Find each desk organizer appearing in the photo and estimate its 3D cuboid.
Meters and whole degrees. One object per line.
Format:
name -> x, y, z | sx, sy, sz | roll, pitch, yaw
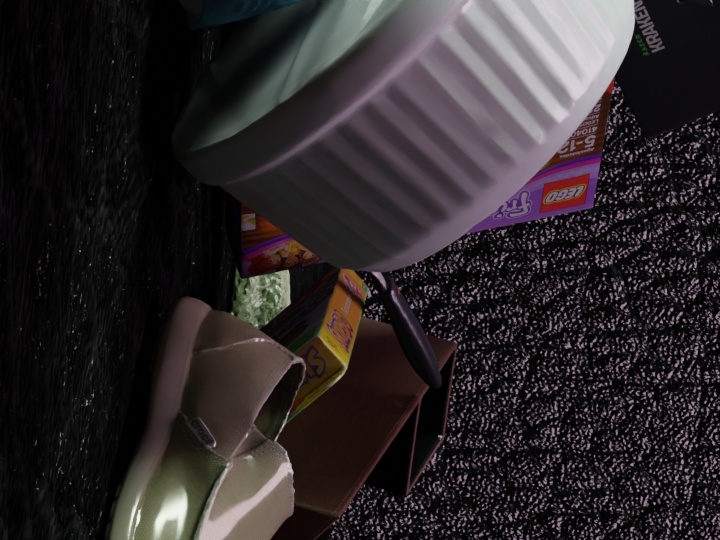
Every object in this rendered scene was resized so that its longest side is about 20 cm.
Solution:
desk organizer -> -0.017, 0.099, 1.251 | 0.200, 0.077, 0.072 | -51, 152, -58

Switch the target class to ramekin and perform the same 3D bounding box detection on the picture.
ramekin -> 0.024, -0.088, 0.964 | 0.202, 0.094, 0.202 | -41, -163, 16

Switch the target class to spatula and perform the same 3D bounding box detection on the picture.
spatula -> 0.000, 0.000, 1.175 | 0.200, 0.021, 0.057 | 53, 9, -43

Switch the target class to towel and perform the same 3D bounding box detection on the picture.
towel -> -0.061, 0.090, 1.365 | 0.148, 0.036, 0.201 | 88, 8, -66

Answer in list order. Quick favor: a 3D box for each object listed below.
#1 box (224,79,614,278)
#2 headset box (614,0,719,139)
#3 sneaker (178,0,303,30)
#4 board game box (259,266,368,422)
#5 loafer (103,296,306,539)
box -> 0.029, -0.069, 1.206 | 0.137, 0.199, 0.039 | 92, -18, -52
headset box -> 0.133, -0.188, 1.098 | 0.174, 0.093, 0.200 | 58, 19, -34
sneaker -> -0.040, -0.166, 0.963 | 0.200, 0.076, 0.081 | -74, 148, -54
board game box -> -0.043, 0.051, 1.156 | 0.095, 0.030, 0.200 | -40, -171, 10
loafer -> -0.061, 0.095, 0.946 | 0.076, 0.068, 0.200 | 93, 4, -53
